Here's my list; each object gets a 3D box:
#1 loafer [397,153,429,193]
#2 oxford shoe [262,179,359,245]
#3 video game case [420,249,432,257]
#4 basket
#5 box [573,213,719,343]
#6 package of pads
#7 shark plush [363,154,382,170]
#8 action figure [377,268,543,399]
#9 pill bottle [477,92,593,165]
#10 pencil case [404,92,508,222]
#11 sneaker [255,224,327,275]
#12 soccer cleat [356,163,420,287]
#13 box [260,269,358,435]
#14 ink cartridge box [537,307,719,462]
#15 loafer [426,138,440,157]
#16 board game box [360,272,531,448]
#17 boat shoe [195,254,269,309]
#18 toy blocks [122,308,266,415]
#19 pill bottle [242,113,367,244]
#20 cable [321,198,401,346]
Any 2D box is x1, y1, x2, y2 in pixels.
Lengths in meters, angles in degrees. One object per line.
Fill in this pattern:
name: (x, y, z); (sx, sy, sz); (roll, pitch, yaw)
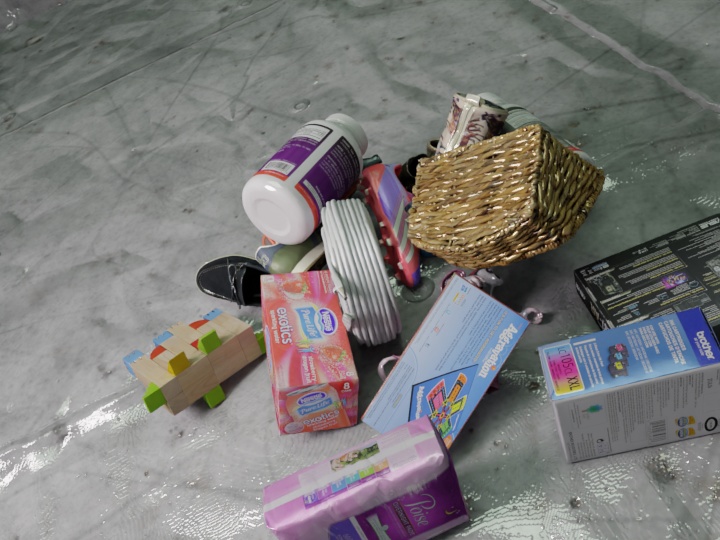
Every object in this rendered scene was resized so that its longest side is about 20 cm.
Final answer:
loafer: (0.091, -0.152, 1.205); (0.199, 0.071, 0.073); (-4, 46, 44)
oxford shoe: (-0.075, -0.094, 1.265); (0.200, 0.073, 0.071); (-40, 81, 0)
video game case: (0.194, -0.084, 1.150); (0.199, 0.018, 0.144); (-5, 45, 20)
basket: (0.176, -0.067, 0.935); (0.199, 0.149, 0.144); (-10, 65, 46)
box: (0.382, 0.026, 0.926); (0.199, 0.044, 0.161); (-22, 41, 2)
package of pads: (0.009, 0.247, 0.812); (0.199, 0.121, 0.076); (-24, 35, 0)
shark plush: (-0.055, -0.118, 1.215); (0.200, 0.084, 0.091); (-38, 11, -19)
action figure: (0.132, 0.071, 0.977); (0.149, 0.134, 0.201); (-25, 33, 42)
pill bottle: (0.225, -0.165, 1.102); (0.114, 0.114, 0.200); (-33, 51, -10)
pencil case: (0.130, -0.148, 1.058); (0.078, 0.201, 0.089); (30, 25, 15)
sneaker: (-0.081, -0.045, 1.145); (0.090, 0.067, 0.200); (29, 36, 10)
soccer cleat: (0.057, -0.072, 1.129); (0.076, 0.067, 0.201); (-17, 66, -12)
box: (-0.069, 0.101, 0.998); (0.102, 0.095, 0.201); (-5, 42, -10)
ink cartridge box: (0.297, 0.119, 0.798); (0.199, 0.137, 0.077); (-14, 47, 12)
loafer: (0.200, -0.185, 1.218); (0.199, 0.063, 0.072); (-4, 44, 22)
board game box: (0.096, 0.114, 0.878); (0.103, 0.019, 0.201); (33, 94, 5)
boat shoe: (-0.172, 0.018, 1.167); (0.199, 0.075, 0.062); (6, 15, 25)
toy blocks: (-0.241, 0.120, 1.095); (0.200, 0.100, 0.136); (-34, 32, -28)
pill bottle: (-0.071, -0.136, 1.095); (0.112, 0.113, 0.200); (11, 46, 33)
cable: (0.000, 0.000, 1.015); (0.069, 0.200, 0.201); (-16, 65, 2)
